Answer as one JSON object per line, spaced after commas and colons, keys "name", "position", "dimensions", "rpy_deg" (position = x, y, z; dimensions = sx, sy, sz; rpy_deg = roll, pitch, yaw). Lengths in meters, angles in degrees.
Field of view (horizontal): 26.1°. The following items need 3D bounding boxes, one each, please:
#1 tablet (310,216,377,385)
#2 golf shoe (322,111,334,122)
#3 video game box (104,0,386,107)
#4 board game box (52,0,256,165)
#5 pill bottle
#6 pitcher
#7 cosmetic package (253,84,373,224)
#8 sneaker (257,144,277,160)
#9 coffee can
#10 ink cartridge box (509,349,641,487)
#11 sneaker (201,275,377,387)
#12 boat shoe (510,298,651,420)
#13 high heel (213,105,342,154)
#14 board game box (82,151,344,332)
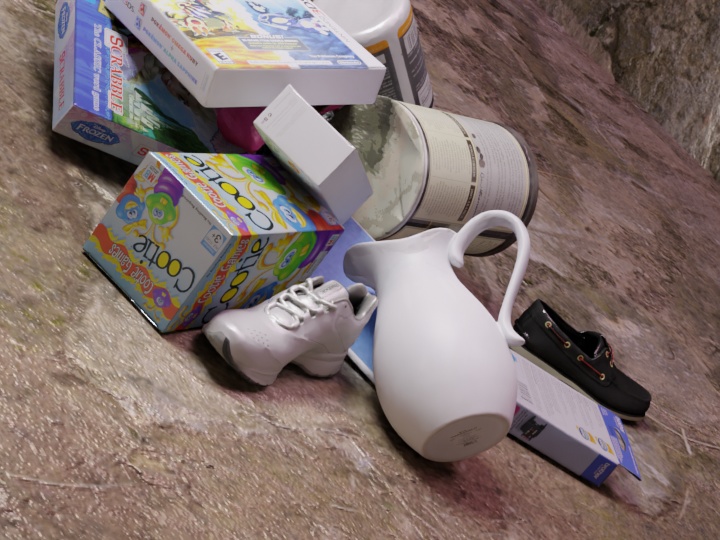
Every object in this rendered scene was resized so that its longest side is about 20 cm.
{"name": "tablet", "position": [0.005, 0.029, 1.451], "dimensions": [0.200, 0.014, 0.130], "rpy_deg": [46, 44, 11]}
{"name": "golf shoe", "position": [-0.064, -0.165, 1.680], "dimensions": [0.094, 0.077, 0.201], "rpy_deg": [85, -7, -85]}
{"name": "video game box", "position": [-0.104, -0.214, 1.425], "dimensions": [0.199, 0.047, 0.182], "rpy_deg": [-7, 38, -42]}
{"name": "board game box", "position": [-0.190, -0.179, 1.449], "dimensions": [0.199, 0.041, 0.201], "rpy_deg": [22, 46, -34]}
{"name": "pill bottle", "position": [0.017, -0.206, 1.680], "dimensions": [0.117, 0.116, 0.201], "rpy_deg": [-120, -171, -47]}
{"name": "pitcher", "position": [0.086, 0.051, 1.359], "dimensions": [0.121, 0.171, 0.201], "rpy_deg": [49, 21, -55]}
{"name": "cosmetic package", "position": [-0.039, -0.099, 1.398], "dimensions": [0.082, 0.051, 0.200], "rpy_deg": [43, -3, 10]}
{"name": "sneaker", "position": [-0.124, -0.148, 1.606], "dimensions": [0.085, 0.079, 0.200], "rpy_deg": [-11, 33, -43]}
{"name": "coffee can", "position": [0.070, -0.095, 1.606], "dimensions": [0.199, 0.147, 0.147], "rpy_deg": [6, 37, -49]}
{"name": "ink cartridge box", "position": [0.188, 0.144, 1.565], "dimensions": [0.199, 0.042, 0.120], "rpy_deg": [30, 21, -17]}
{"name": "sneaker", "position": [-0.058, 0.040, 1.283], "dimensions": [0.075, 0.087, 0.200], "rpy_deg": [47, 22, 17]}
{"name": "boat shoe", "position": [0.256, 0.104, 1.748], "dimensions": [0.201, 0.063, 0.074], "rpy_deg": [33, 17, -20]}
{"name": "high heel", "position": [-0.059, -0.148, 1.467], "dimensions": [0.199, 0.067, 0.096], "rpy_deg": [0, 52, -52]}
{"name": "board game box", "position": [-0.118, -0.028, 1.301], "dimensions": [0.105, 0.103, 0.200], "rpy_deg": [44, 20, 16]}
